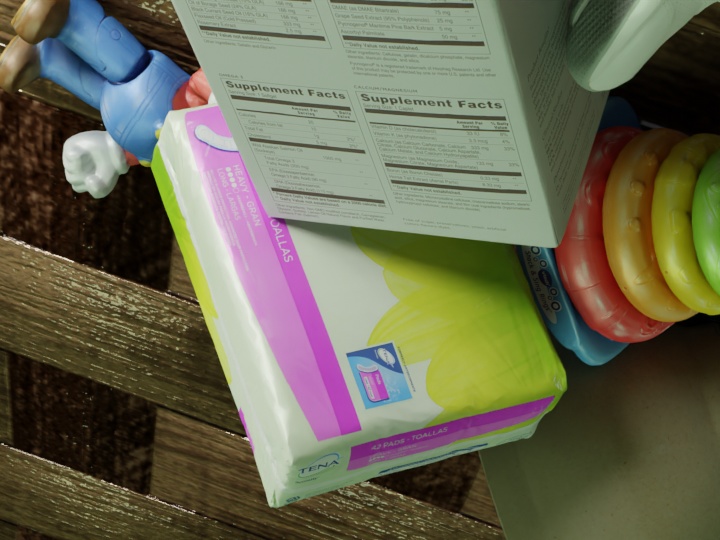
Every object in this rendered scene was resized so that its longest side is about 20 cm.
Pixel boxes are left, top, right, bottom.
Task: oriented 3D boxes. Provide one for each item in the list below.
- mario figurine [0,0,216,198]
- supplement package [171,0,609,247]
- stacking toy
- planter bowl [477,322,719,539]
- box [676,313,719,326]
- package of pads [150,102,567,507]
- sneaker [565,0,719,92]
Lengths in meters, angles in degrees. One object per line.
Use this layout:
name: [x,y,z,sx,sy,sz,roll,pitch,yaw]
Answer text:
mario figurine: [-0.109,-0.073,1.023,0.199,0.107,0.123,32,-178,-3]
supplement package: [0.020,-0.137,0.815,0.149,0.153,0.201,6,145,23]
stacking toy: [0.181,-0.022,0.888,0.199,0.110,0.117,-3,116,45]
planter bowl: [0.152,0.105,1.008,0.134,0.201,0.201,-22,135,12]
box: [0.227,0.042,1.065,0.198,0.045,0.161,13,148,14]
package of pads: [0.000,0.000,0.915,0.153,0.201,0.068,-12,155,-21]
sneaker: [0.157,-0.144,0.743,0.080,0.071,0.201,26,116,-24]
